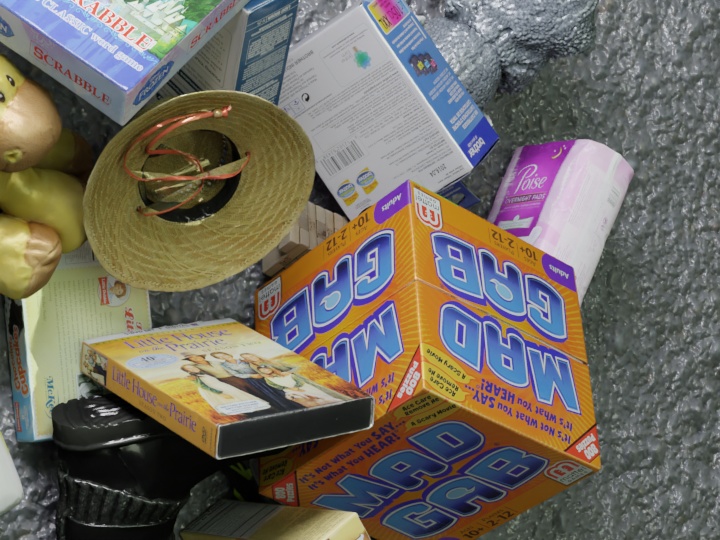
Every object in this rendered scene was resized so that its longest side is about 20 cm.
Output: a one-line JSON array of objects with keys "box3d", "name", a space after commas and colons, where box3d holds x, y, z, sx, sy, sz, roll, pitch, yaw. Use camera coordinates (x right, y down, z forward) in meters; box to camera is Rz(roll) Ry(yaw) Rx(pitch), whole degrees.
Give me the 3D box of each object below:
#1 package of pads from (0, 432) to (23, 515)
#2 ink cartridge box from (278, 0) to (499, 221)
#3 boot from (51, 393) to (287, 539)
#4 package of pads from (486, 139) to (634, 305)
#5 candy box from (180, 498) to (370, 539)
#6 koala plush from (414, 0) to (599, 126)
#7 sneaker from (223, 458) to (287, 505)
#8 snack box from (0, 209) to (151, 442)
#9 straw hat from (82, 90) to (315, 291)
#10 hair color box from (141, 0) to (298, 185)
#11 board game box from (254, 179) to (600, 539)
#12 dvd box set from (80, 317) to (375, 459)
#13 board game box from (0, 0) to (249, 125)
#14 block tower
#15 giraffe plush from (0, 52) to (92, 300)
[{"box3d": [-0.351, 0.116, 1.417, 0.154, 0.068, 0.202, -28, 105, -32], "name": "package of pads"}, {"box3d": [0.022, -0.123, 1.629, 0.201, 0.136, 0.076, 56, 35, -8], "name": "ink cartridge box"}, {"box3d": [-0.144, 0.175, 1.511, 0.209, 0.079, 0.159, -4, 108, -8], "name": "boot"}, {"box3d": [0.165, -0.021, 1.765, 0.075, 0.120, 0.201, 35, 69, -29], "name": "package of pads"}, {"box3d": [-0.053, 0.250, 1.544, 0.055, 0.199, 0.116, -35, 108, -33], "name": "candy box"}, {"box3d": [0.097, -0.202, 1.708, 0.200, 0.183, 0.178, -42, 111, -17], "name": "koala plush"}, {"box3d": [-0.067, 0.173, 1.616, 0.076, 0.075, 0.201, -35, 109, -31], "name": "sneaker"}, {"box3d": [-0.225, 0.030, 1.530, 0.115, 0.037, 0.202, -5, 91, -36], "name": "snack box"}, {"box3d": [-0.137, -0.086, 1.476, 0.199, 0.085, 0.202, -18, 139, -17], "name": "straw hat"}, {"box3d": [-0.113, -0.171, 1.515, 0.060, 0.201, 0.100, -32, 64, -33], "name": "hair color box"}, {"box3d": [0.051, 0.088, 1.584, 0.199, 0.199, 0.201, 25, 46, -34], "name": "board game box"}, {"box3d": [-0.104, 0.087, 1.471, 0.145, 0.199, 0.030, -7, 111, -36], "name": "dvd box set"}, {"box3d": [-0.188, -0.227, 1.379, 0.199, 0.041, 0.200, 34, 55, 8], "name": "board game box"}, {"box3d": [0.000, 0.000, 1.675, 0.199, 0.058, 0.054, 25, 45, -34], "name": "block tower"}, {"box3d": [-0.278, -0.099, 1.394, 0.198, 0.163, 0.174, 8, 51, -19], "name": "giraffe plush"}]
